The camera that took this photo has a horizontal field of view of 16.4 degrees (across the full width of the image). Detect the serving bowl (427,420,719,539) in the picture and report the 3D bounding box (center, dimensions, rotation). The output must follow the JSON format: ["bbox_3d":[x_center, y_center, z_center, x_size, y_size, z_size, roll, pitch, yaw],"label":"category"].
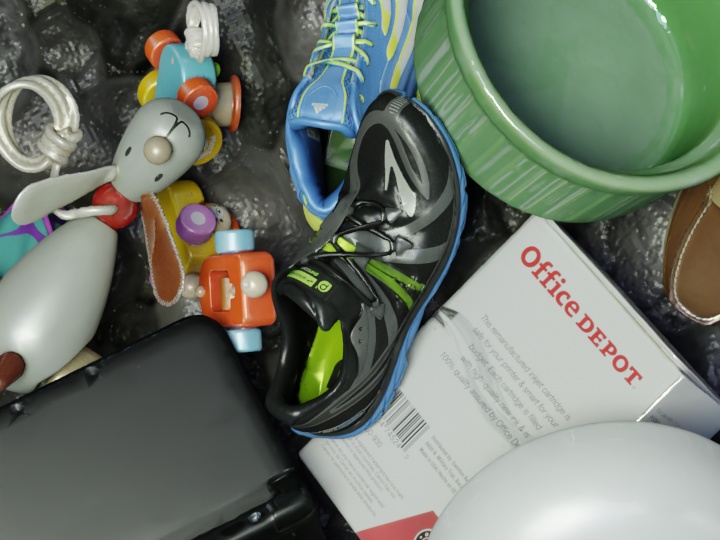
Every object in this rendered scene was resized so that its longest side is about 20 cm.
[{"bbox_3d":[0.132,0.178,1.307,0.199,0.066,0.201,-3,121,-4],"label":"serving bowl"}]

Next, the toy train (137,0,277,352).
[{"bbox_3d":[-0.077,-0.050,1.443,0.055,0.150,0.201,-3,85,-26],"label":"toy train"}]

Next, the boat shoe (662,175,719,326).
[{"bbox_3d":[0.231,-0.057,1.394,0.075,0.074,0.201,29,109,0],"label":"boat shoe"}]

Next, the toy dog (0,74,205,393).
[{"bbox_3d":[-0.162,-0.002,1.384,0.131,0.096,0.201,14,105,-2],"label":"toy dog"}]

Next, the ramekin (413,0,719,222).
[{"bbox_3d":[0.126,-0.124,1.377,0.199,0.098,0.201,6,71,-18],"label":"ramekin"}]

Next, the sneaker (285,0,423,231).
[{"bbox_3d":[0.004,-0.115,1.432,0.075,0.105,0.201,7,92,11],"label":"sneaker"}]

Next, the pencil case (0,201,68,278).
[{"bbox_3d":[-0.257,0.022,1.490,0.199,0.085,0.093,-19,90,9],"label":"pencil case"}]

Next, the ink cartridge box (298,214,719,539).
[{"bbox_3d":[0.087,0.092,1.404,0.200,0.083,0.147,-45,53,8],"label":"ink cartridge box"}]

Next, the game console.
[{"bbox_3d":[-0.129,0.154,1.385,0.199,0.176,0.117,-26,44,-9],"label":"game console"}]

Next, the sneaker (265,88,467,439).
[{"bbox_3d":[0.000,0.000,1.367,0.071,0.083,0.201,26,104,33],"label":"sneaker"}]
